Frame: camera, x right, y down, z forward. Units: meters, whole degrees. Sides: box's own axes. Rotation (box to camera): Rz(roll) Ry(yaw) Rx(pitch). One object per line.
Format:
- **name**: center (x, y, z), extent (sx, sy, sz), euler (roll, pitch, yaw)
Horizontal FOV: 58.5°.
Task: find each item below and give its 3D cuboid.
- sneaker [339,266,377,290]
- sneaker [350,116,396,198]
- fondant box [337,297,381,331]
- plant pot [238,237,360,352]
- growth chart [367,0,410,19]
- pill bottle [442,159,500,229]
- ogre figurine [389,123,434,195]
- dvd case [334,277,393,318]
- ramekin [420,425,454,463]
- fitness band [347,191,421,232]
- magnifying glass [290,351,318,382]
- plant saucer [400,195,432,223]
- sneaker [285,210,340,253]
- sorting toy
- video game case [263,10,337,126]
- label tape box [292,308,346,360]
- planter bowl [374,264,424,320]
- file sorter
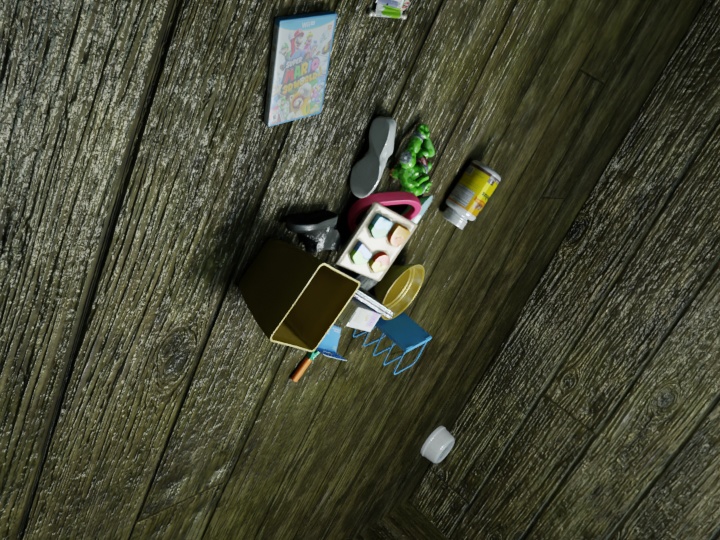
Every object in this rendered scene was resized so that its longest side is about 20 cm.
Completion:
- **sneaker**: center (0.000, 0.000, 1.775), extent (0.114, 0.076, 0.201), euler (-31, 149, -40)
- **sneaker**: center (0.042, -0.268, 1.539), extent (0.088, 0.075, 0.202), euler (-25, 142, -62)
- **fondant box**: center (-0.060, 0.069, 1.621), extent (0.059, 0.199, 0.144), euler (-55, 154, 6)
- **plant pot**: center (-0.154, 0.041, 1.462), extent (0.201, 0.176, 0.200), euler (-54, 151, 3)
- **growth chart**: center (0.085, -0.573, 1.248), extent (0.144, 0.018, 0.200), euler (-24, 159, -42)
- **pill bottle**: center (0.339, -0.232, 1.998), extent (0.201, 0.109, 0.109), euler (-57, 153, 7)
- **ogre figurine**: center (0.142, -0.266, 1.664), extent (0.120, 0.098, 0.201), euler (-47, 166, -36)
- **dvd case**: center (-0.019, 0.046, 1.640), extent (0.199, 0.146, 0.022), euler (35, 92, -37)
- **ramekin**: center (0.433, 0.969, 3.559), extent (0.200, 0.105, 0.201), euler (-39, 150, -27)
- **fitness band**: center (0.061, -0.148, 1.660), extent (0.198, 0.038, 0.144), euler (-8, 149, -19)
- **magnifying glass**: center (-0.138, 0.242, 1.896), extent (0.201, 0.022, 0.080), euler (-53, 153, 0)
- **plant saucer**: center (0.132, -0.139, 1.820), extent (0.202, 0.039, 0.201), euler (-52, 173, -9)
- **sneaker**: center (-0.110, -0.082, 1.517), extent (0.199, 0.060, 0.105), euler (-19, 133, -53)
- **sorting toy**: center (0.046, -0.066, 1.646), extent (0.199, 0.036, 0.186), euler (20, 109, -49)
- **video game case**: center (-0.114, -0.378, 1.210), extent (0.142, 0.018, 0.201), euler (-27, 143, -40)
- **label tape box**: center (-0.117, 0.138, 1.610), extent (0.066, 0.199, 0.143), euler (-56, 153, 3)
- **planter bowl**: center (0.102, 0.046, 1.978), extent (0.200, 0.083, 0.202), euler (-38, 148, -28)
- **file sorter**: center (0.094, 0.210, 2.033), extent (0.138, 0.200, 0.124), euler (-18, 140, -48)
